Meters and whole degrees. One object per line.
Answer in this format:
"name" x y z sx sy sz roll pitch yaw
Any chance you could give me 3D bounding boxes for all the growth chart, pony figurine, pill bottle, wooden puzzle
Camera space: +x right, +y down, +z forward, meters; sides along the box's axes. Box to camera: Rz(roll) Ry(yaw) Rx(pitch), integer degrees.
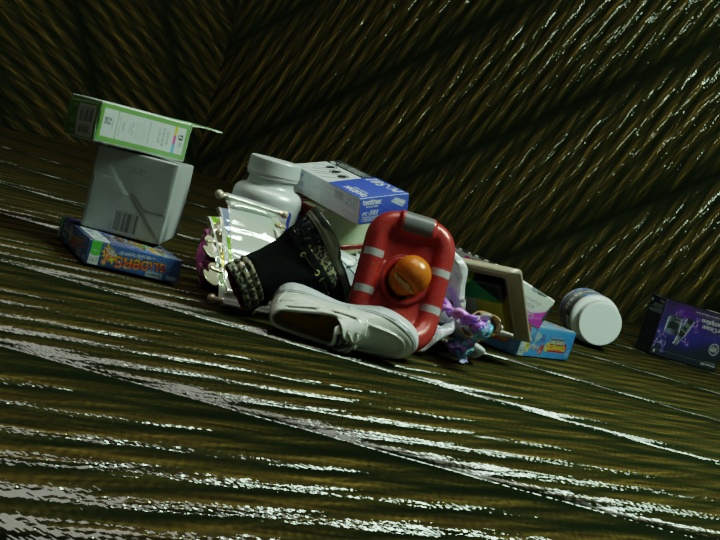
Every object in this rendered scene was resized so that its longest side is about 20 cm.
"growth chart" -0.160 -0.026 1.561 0.144 0.201 0.018 21 -40 -32
"pony figurine" 0.123 0.063 1.643 0.192 0.168 0.200 28 -11 1
"pill bottle" 0.518 0.105 2.500 0.113 0.115 0.200 17 5 -2
"pill bottle" -0.155 -0.075 1.734 0.111 0.202 0.112 14 7 -2
"wooden puzzle" 0.168 0.044 1.728 0.184 0.037 0.201 12 -31 24

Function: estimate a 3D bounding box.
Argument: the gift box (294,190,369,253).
"gift box" -0.046 -0.037 1.853 0.185 0.202 0.184 -7 26 -36

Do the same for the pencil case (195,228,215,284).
"pencil case" -0.146 0.005 1.639 0.198 0.091 0.094 14 47 -11

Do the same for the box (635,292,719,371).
"box" 0.800 0.153 2.754 0.198 0.142 0.079 15 8 -18

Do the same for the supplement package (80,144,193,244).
"supplement package" -0.330 -0.115 1.670 0.120 0.121 0.200 14 5 -3

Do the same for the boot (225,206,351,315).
"boot" -0.097 0.018 1.517 0.074 0.153 0.204 50 -17 35

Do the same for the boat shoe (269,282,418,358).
"boat shoe" -0.023 0.077 1.431 0.198 0.071 0.070 21 33 -3

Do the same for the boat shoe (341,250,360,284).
"boat shoe" 0.003 0.000 1.726 0.202 0.086 0.074 39 -24 -15

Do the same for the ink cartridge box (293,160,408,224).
"ink cartridge box" -0.019 -0.125 1.748 0.093 0.045 0.200 -9 24 -33

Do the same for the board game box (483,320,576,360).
"board game box" 0.261 0.102 2.045 0.199 0.056 0.195 22 7 38

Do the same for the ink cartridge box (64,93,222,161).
"ink cartridge box" -0.314 -0.201 1.614 0.199 0.060 0.103 9 7 -40

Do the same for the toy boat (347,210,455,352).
"toy boat" 0.060 0.014 1.501 0.129 0.202 0.131 16 -10 -7

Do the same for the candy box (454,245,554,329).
"candy box" 0.234 0.027 1.951 0.136 0.061 0.200 30 0 -19

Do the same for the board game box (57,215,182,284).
"board game box" -0.348 -0.032 1.594 0.134 0.035 0.200 15 5 -27
